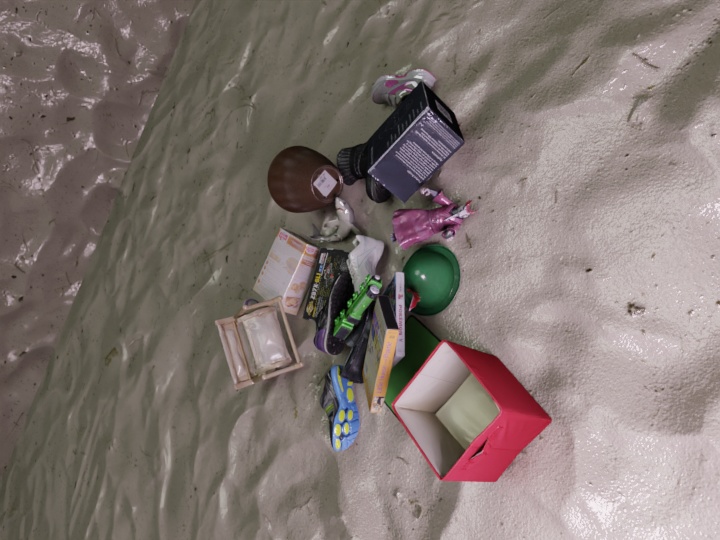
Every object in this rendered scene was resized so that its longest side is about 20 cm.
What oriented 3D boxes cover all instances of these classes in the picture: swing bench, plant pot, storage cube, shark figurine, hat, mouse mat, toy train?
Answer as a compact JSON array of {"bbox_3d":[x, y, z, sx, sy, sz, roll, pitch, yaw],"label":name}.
[{"bbox_3d":[-0.279,0.198,1.551,0.199,0.129,0.201,-26,80,50],"label":"swing bench"},{"bbox_3d":[-0.131,-0.238,1.536,0.200,0.186,0.189,22,91,60],"label":"plant pot"},{"bbox_3d":[0.200,0.257,1.042,0.172,0.179,0.200,-54,44,16],"label":"storage cube"},{"bbox_3d":[-0.053,-0.126,1.544,0.214,0.128,0.090,-36,24,53],"label":"shark figurine"},{"bbox_3d":[0.107,0.005,1.233,0.199,0.175,0.167,9,84,46],"label":"hat"},{"bbox_3d":[0.107,0.219,1.279,0.201,0.007,0.161,-58,43,12],"label":"mouse mat"},{"bbox_3d":[-0.008,0.085,1.285,0.200,0.041,0.057,-55,18,40],"label":"toy train"}]

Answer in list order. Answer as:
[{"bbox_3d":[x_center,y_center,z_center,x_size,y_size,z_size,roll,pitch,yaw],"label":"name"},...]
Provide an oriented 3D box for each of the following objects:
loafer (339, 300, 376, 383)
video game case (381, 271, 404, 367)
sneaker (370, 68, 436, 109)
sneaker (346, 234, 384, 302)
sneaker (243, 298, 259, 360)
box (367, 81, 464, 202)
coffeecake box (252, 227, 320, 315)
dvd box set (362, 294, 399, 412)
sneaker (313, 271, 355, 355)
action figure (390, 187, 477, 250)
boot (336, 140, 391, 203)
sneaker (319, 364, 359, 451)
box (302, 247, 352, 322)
[{"bbox_3d":[-0.002,0.165,1.332,0.068,0.070,0.203,-97,20,-78],"label":"loafer"},{"bbox_3d":[0.064,0.125,1.264,0.200,0.023,0.184,115,159,-65],"label":"video game case"},{"bbox_3d":[0.100,-0.456,1.488,0.199,0.081,0.089,2,75,47],"label":"sneaker"},{"bbox_3d":[0.000,0.000,1.381,0.070,0.080,0.202,-49,24,50],"label":"sneaker"},{"bbox_3d":[-0.317,0.189,1.698,0.100,0.074,0.202,-51,43,47],"label":"sneaker"},{"bbox_3d":[0.121,-0.299,1.327,0.196,0.124,0.201,-42,24,25],"label":"box"},{"bbox_3d":[-0.207,0.000,1.636,0.153,0.073,0.201,31,98,46],"label":"coffeecake box"},{"bbox_3d":[0.040,0.174,1.210,0.147,0.029,0.202,-104,22,-65],"label":"dvd box set"},{"bbox_3d":[-0.074,0.099,1.398,0.087,0.075,0.202,8,82,50],"label":"sneaker"},{"bbox_3d":[0.169,-0.104,1.288,0.198,0.149,0.135,-14,73,21],"label":"action figure"},{"bbox_3d":[0.007,-0.251,1.504,0.157,0.079,0.213,-15,54,34],"label":"boot"},{"bbox_3d":[-0.053,0.329,1.367,0.083,0.070,0.201,-41,47,46],"label":"sneaker"},{"bbox_3d":[-0.065,0.046,1.491,0.159,0.049,0.202,7,82,49],"label":"box"}]
